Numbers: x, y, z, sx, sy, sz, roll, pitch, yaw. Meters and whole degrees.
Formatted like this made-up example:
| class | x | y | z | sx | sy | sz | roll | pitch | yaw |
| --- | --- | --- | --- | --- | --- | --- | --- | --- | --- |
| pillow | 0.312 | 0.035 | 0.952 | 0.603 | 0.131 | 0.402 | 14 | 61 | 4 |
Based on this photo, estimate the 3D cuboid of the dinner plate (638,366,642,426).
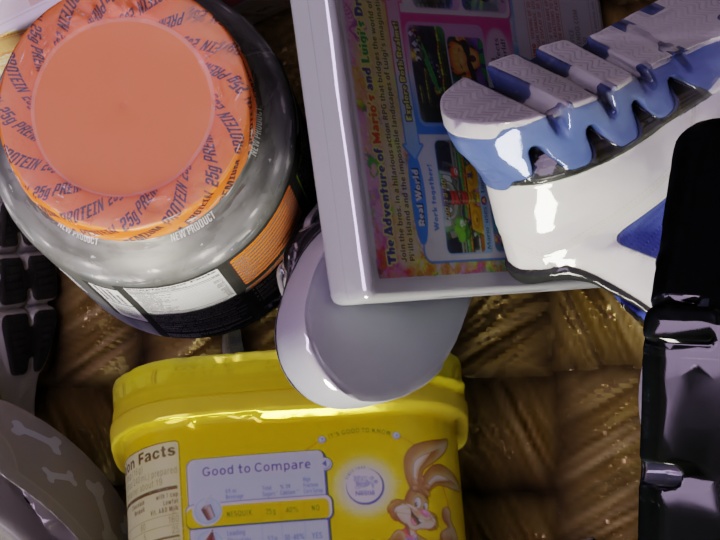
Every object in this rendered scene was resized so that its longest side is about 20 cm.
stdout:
| class | x | y | z | sx | sy | sz | roll | pitch | yaw |
| --- | --- | --- | --- | --- | --- | --- | --- | --- | --- |
| dinner plate | 0.202 | 0.033 | 1.000 | 0.200 | 0.024 | 0.200 | -17 | 42 | 16 |

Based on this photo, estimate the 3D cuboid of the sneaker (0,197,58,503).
| class | x | y | z | sx | sy | sz | roll | pitch | yaw |
| --- | --- | --- | --- | --- | --- | --- | --- | --- | --- |
| sneaker | -0.193 | 0.045 | 1.214 | 0.083 | 0.081 | 0.201 | 4 | 92 | 31 |

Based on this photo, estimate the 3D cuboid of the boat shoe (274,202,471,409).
| class | x | y | z | sx | sy | sz | roll | pitch | yaw |
| --- | --- | --- | --- | --- | --- | --- | --- | --- | --- |
| boat shoe | 0.000 | 0.000 | 1.063 | 0.068 | 0.200 | 0.072 | -23 | 110 | 30 |

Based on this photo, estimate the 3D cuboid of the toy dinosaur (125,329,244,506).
| class | x | y | z | sx | sy | sz | roll | pitch | yaw |
| --- | --- | --- | --- | --- | --- | --- | --- | --- | --- |
| toy dinosaur | -0.054 | 0.120 | 1.168 | 0.088 | 0.047 | 0.200 | -26 | 73 | 21 |

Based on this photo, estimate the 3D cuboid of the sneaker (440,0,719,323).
| class | x | y | z | sx | sy | sz | roll | pitch | yaw |
| --- | --- | --- | --- | --- | --- | --- | --- | --- | --- |
| sneaker | 0.130 | -0.043 | 1.039 | 0.199 | 0.081 | 0.115 | -19 | 118 | -15 |

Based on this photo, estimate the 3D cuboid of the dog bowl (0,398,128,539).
| class | x | y | z | sx | sy | sz | roll | pitch | yaw |
| --- | --- | --- | --- | --- | --- | --- | --- | --- | --- |
| dog bowl | -0.184 | 0.133 | 1.153 | 0.200 | 0.059 | 0.201 | 8 | 124 | 12 |

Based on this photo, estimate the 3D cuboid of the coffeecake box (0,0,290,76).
| class | x | y | z | sx | sy | sz | roll | pitch | yaw |
| --- | --- | --- | --- | --- | --- | --- | --- | --- | --- |
| coffeecake box | -0.145 | -0.117 | 1.148 | 0.200 | 0.153 | 0.073 | -23 | 81 | 24 |

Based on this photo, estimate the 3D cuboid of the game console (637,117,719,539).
| class | x | y | z | sx | sy | sz | roll | pitch | yaw |
| --- | --- | --- | --- | --- | --- | --- | --- | --- | --- |
| game console | 0.203 | 0.041 | 0.927 | 0.199 | 0.116 | 0.176 | 2 | 98 | 12 |

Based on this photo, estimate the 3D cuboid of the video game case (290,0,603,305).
| class | x | y | z | sx | sy | sz | roll | pitch | yaw |
| --- | --- | --- | --- | --- | --- | --- | --- | --- | --- |
| video game case | 0.039 | -0.089 | 1.047 | 0.024 | 0.182 | 0.201 | -11 | 85 | 39 |

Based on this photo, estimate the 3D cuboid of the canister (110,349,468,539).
| class | x | y | z | sx | sy | sz | roll | pitch | yaw |
| --- | --- | --- | --- | --- | --- | --- | --- | --- | --- |
| canister | -0.024 | 0.140 | 1.075 | 0.148 | 0.087 | 0.201 | -4 | 67 | -1 |

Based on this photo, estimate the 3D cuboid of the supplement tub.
| class | x | y | z | sx | sy | sz | roll | pitch | yaw |
| --- | --- | --- | --- | --- | --- | --- | --- | --- | --- |
| supplement tub | -0.081 | -0.045 | 1.080 | 0.122 | 0.200 | 0.123 | -1 | 79 | 4 |

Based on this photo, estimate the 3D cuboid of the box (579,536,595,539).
| class | x | y | z | sx | sy | sz | roll | pitch | yaw |
| --- | --- | --- | --- | --- | --- | --- | --- | --- | --- |
| box | 0.100 | 0.224 | 1.097 | 0.110 | 0.035 | 0.200 | -35 | 76 | 21 |
